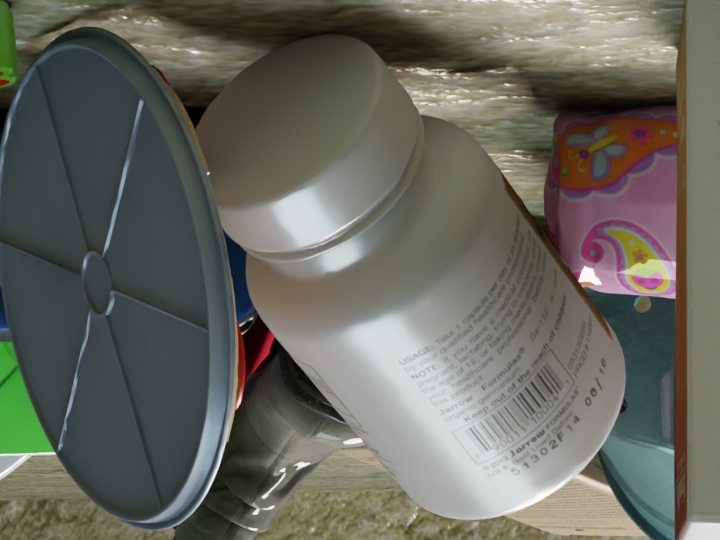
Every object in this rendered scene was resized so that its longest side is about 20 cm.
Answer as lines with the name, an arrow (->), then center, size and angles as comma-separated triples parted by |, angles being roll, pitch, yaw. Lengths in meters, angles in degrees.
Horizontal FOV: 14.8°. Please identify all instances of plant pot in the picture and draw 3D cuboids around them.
plant pot -> 0.183, 0.038, 1.373 | 0.200, 0.201, 0.196 | -3, 163, 22

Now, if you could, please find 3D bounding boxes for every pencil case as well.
pencil case -> 0.180, -0.031, 1.211 | 0.199, 0.088, 0.087 | -2, 171, 5

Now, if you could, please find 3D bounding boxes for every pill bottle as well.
pill bottle -> 0.018, 0.002, 1.136 | 0.114, 0.115, 0.200 | -5, 139, 35

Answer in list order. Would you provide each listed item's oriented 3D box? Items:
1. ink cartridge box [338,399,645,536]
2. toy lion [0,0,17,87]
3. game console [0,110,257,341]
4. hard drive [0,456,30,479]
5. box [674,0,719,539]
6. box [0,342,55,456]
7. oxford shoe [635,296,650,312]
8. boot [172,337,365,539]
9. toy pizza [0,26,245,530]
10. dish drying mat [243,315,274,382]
ink cartridge box -> 0.102, 0.094, 1.595 | 0.164, 0.075, 0.200 | 22, 166, -22
toy lion -> -0.235, -0.077, 1.060 | 0.191, 0.069, 0.200 | -4, 177, -32
game console -> -0.133, -0.014, 1.275 | 0.199, 0.171, 0.118 | 0, 145, 7
hard drive -> -0.155, 0.056, 1.578 | 0.200, 0.025, 0.132 | -39, -172, -14
box -> 0.171, 0.001, 1.033 | 0.106, 0.201, 0.152 | 1, 170, 5
box -> -0.193, 0.029, 1.403 | 0.176, 0.097, 0.200 | 18, -171, 39
oxford shoe -> 0.119, 0.004, 1.569 | 0.071, 0.074, 0.200 | 44, -173, 37
boot -> -0.041, 0.096, 1.328 | 0.068, 0.131, 0.200 | 32, -178, -6
toy pizza -> -0.091, 0.003, 1.100 | 0.032, 0.201, 0.200 | -10, 178, -30
dish drying mat -> -0.064, 0.027, 1.379 | 0.018, 0.077, 0.200 | 24, -176, 15
